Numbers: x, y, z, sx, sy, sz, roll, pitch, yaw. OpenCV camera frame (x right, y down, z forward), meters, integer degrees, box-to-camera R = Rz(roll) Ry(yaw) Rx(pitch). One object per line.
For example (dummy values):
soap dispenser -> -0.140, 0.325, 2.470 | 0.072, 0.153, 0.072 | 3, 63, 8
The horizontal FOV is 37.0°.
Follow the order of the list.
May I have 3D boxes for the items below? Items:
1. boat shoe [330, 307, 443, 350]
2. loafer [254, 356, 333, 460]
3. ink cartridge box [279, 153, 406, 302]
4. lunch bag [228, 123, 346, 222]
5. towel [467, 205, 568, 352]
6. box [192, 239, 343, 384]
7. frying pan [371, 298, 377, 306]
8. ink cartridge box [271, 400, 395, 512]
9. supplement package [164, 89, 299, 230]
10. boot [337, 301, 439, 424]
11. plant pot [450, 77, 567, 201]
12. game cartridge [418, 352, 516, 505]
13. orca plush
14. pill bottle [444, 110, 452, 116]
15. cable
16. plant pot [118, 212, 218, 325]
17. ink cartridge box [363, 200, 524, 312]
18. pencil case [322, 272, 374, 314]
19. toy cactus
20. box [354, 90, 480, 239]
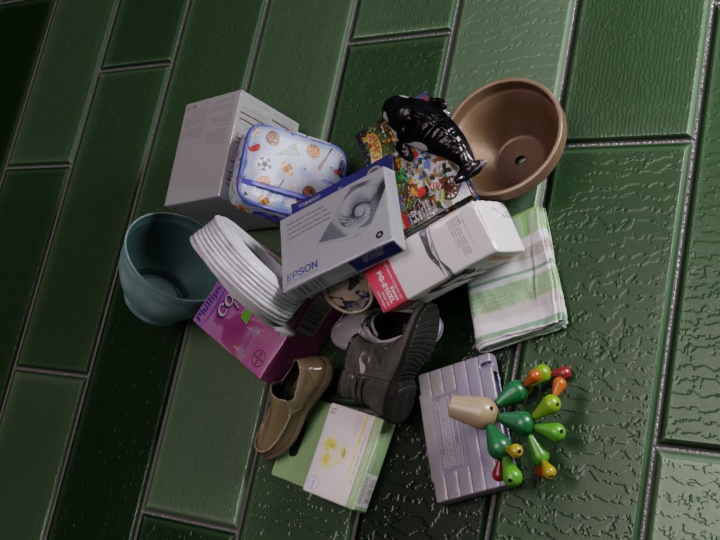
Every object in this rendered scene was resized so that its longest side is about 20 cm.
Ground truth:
boat shoe -> 0.030, 0.086, 1.698 | 0.200, 0.065, 0.074 | -11, 66, 30
loafer -> -0.120, 0.214, 1.727 | 0.200, 0.067, 0.076 | -58, 32, 12
ink cartridge box -> -0.032, -0.074, 1.607 | 0.199, 0.041, 0.200 | -26, 46, 23
lunch bag -> -0.117, -0.151, 1.820 | 0.076, 0.200, 0.161 | 149, 133, -63
towel -> 0.225, 0.012, 1.620 | 0.149, 0.031, 0.200 | -20, 62, 26
box -> -0.152, 0.071, 1.807 | 0.200, 0.097, 0.176 | 36, 93, 38
frying pan -> -0.044, 0.005, 1.755 | 0.190, 0.115, 0.031 | 48, 117, 38
ink cartridge box -> -0.055, 0.280, 1.692 | 0.200, 0.048, 0.146 | 13, 80, 34
supplement package -> -0.227, -0.189, 1.916 | 0.152, 0.151, 0.200 | -6, 68, 42
boot -> 0.034, 0.123, 1.629 | 0.131, 0.068, 0.200 | 26, 102, 34
plant pot -> 0.230, -0.188, 1.654 | 0.201, 0.093, 0.201 | -13, 63, 27
game cartridge -> 0.155, 0.233, 1.578 | 0.130, 0.038, 0.200 | -23, 60, 30
orca plush -> 0.092, -0.204, 1.588 | 0.105, 0.071, 0.200 | -39, 59, 13
pill bottle -> 0.082, -0.171, 1.738 | 0.111, 0.111, 0.200 | 37, 93, 38
cable -> -0.173, 0.000, 1.663 | 0.069, 0.200, 0.200 | -44, 56, 4
plant pot -> -0.344, 0.014, 1.918 | 0.134, 0.200, 0.200 | -53, 47, 40
ink cartridge box -> 0.125, -0.020, 1.589 | 0.200, 0.145, 0.084 | -30, 80, 23
pencil case -> 0.000, 0.000, 1.678 | 0.089, 0.200, 0.078 | -21, 106, 18
toy cactus -> 0.207, 0.208, 1.503 | 0.165, 0.102, 0.200 | 12, 64, 18
box -> 0.084, -0.157, 1.643 | 0.136, 0.038, 0.200 | -30, 62, 18
